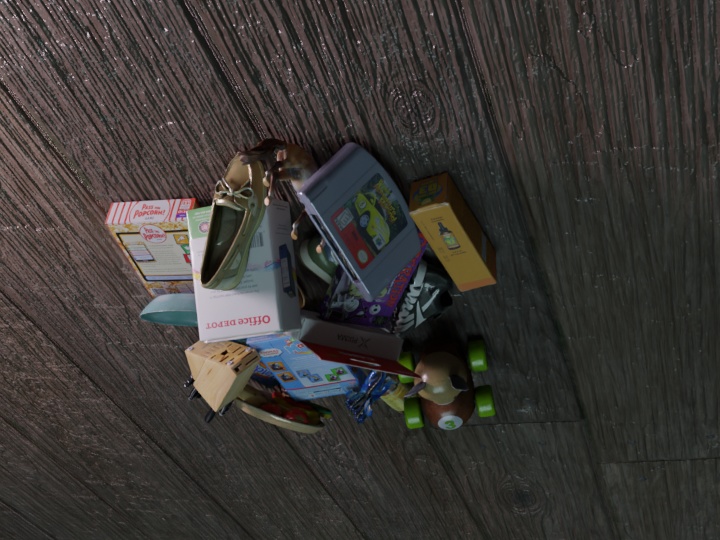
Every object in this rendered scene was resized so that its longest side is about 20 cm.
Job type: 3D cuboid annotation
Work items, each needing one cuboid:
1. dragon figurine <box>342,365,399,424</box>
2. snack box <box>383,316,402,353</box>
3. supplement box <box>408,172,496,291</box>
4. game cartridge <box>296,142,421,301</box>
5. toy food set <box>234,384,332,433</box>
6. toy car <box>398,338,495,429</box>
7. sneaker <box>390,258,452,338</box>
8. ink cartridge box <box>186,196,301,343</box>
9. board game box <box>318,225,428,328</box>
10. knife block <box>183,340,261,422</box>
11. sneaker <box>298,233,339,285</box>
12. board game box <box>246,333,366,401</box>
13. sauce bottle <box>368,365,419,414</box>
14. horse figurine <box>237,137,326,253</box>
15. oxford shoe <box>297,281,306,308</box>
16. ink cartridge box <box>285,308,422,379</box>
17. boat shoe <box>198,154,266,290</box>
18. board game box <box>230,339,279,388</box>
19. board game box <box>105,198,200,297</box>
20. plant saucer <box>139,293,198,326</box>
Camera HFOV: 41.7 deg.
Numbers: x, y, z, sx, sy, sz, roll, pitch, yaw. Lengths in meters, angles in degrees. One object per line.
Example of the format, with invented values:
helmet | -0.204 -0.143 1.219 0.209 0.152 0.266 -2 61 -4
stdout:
dragon figurine | 0.014 0.216 1.654 0.059 0.100 0.200 41 168 9
snack box | 0.026 0.102 1.688 0.070 0.025 0.202 -1 143 14
supplement box | 0.142 -0.055 1.425 0.065 0.070 0.201 -13 140 24
game cartridge | 0.006 -0.074 1.358 0.041 0.133 0.202 7 137 53
toy food set | -0.158 0.264 1.843 0.197 0.050 0.197 18 178 27
toy car | 0.141 0.203 1.629 0.160 0.162 0.200 -10 178 9
sneaker | 0.105 0.059 1.580 0.088 0.067 0.202 14 141 -4
ink cartridge box | -0.177 0.001 1.444 0.142 0.205 0.087 -8 175 21
board game box | 0.023 0.002 1.477 0.118 0.033 0.202 5 126 -30
knife block | -0.247 0.214 1.724 0.197 0.064 0.179 12 125 42
sneaker | 0.000 0.000 1.521 0.199 0.068 0.089 34 141 -26
board game box | -0.094 0.162 1.707 0.148 0.037 0.201 -11 139 20
sauce bottle | 0.079 0.236 1.812 0.065 0.067 0.200 -9 153 22
horse figurine | -0.088 -0.120 1.357 0.049 0.134 0.201 -19 123 36
oxford shoe | -0.165 0.024 1.587 0.070 0.072 0.200 -20 136 31
ink cartridge box | -0.015 0.115 1.531 0.197 0.046 0.175 15 -175 -31
boat shoe | -0.189 -0.072 1.370 0.072 0.205 0.063 18 -175 21
board game box | -0.169 0.141 1.761 0.151 0.046 0.199 30 139 -27
board game box | -0.310 -0.033 1.560 0.148 0.047 0.202 -1 143 13
plant saucer | -0.285 0.068 1.648 0.195 0.037 0.200 0 169 0
